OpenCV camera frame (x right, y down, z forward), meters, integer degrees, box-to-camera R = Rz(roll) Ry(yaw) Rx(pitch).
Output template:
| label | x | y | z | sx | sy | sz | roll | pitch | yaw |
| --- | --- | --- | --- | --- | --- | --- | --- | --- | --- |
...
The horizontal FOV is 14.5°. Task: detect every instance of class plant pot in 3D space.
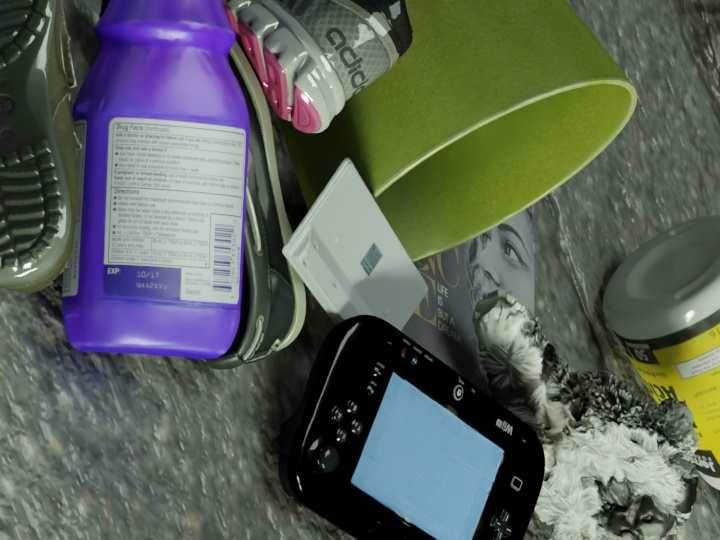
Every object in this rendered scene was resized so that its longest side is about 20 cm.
| label | x | y | z | sx | sy | sz | roll | pitch | yaw |
| --- | --- | --- | --- | --- | --- | --- | --- | --- | --- |
| plant pot | 0.019 | -0.131 | 1.517 | 0.187 | 0.187 | 0.201 | -1 | 58 | -59 |

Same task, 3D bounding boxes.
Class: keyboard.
| label | x | y | z | sx | sy | sz | roll | pitch | yaw |
| --- | --- | --- | --- | --- | --- | --- | --- | --- | --- |
| keyboard | 0.000 | 0.000 | 1.449 | 0.057 | 0.011 | 0.200 | -61 | 160 | -11 |

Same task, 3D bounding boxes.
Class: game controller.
| label | x | y | z | sx | sy | sz | roll | pitch | yaw |
| --- | --- | --- | --- | --- | --- | --- | --- | --- | --- |
| game controller | 0.030 | 0.102 | 1.488 | 0.200 | 0.042 | 0.105 | 37 | 78 | -46 |

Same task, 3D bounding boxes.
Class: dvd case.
| label | x | y | z | sx | sy | sz | roll | pitch | yaw |
| --- | --- | --- | --- | --- | --- | --- | --- | --- | --- |
| dvd case | 0.059 | 0.003 | 1.642 | 0.149 | 0.016 | 0.201 | 35 | 46 | -46 |

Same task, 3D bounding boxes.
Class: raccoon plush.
| label | x | y | z | sx | sy | sz | roll | pitch | yaw |
| --- | --- | --- | --- | --- | --- | --- | --- | --- | --- |
| raccoon plush | 0.141 | 0.072 | 1.646 | 0.134 | 0.096 | 0.201 | -71 | 142 | -65 |

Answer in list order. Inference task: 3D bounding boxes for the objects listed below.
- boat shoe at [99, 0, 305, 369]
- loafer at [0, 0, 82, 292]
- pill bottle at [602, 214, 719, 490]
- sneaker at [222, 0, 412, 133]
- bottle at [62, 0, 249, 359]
| label | x | y | z | sx | sy | sz | roll | pitch | yaw |
| --- | --- | --- | --- | --- | --- | --- | --- | --- | --- |
| boat shoe | -0.082 | -0.050 | 1.378 | 0.068 | 0.071 | 0.201 | -24 | 98 | -61 |
| loafer | -0.165 | -0.077 | 1.272 | 0.070 | 0.075 | 0.201 | 83 | 1 | -67 |
| pill bottle | 0.247 | 0.073 | 1.823 | 0.201 | 0.111 | 0.112 | 57 | 33 | -23 |
| sneaker | -0.040 | -0.151 | 1.422 | 0.200 | 0.087 | 0.074 | 50 | -17 | 40 |
| bottle | -0.094 | -0.061 | 1.315 | 0.083 | 0.065 | 0.202 | 4 | 86 | -28 |
